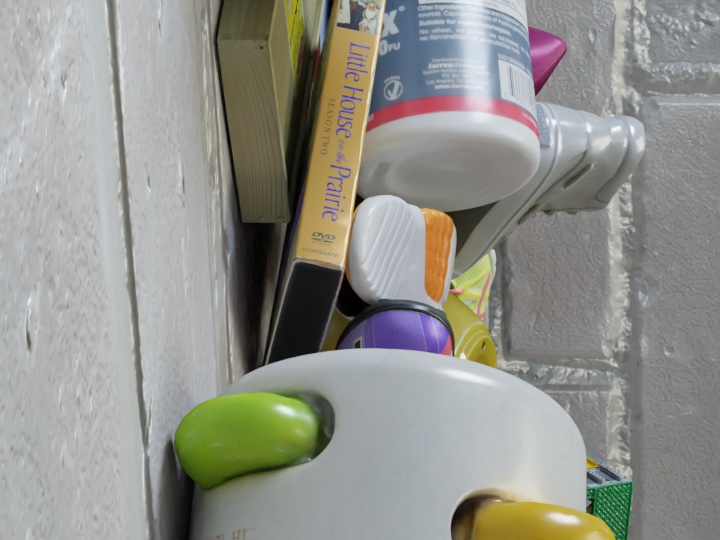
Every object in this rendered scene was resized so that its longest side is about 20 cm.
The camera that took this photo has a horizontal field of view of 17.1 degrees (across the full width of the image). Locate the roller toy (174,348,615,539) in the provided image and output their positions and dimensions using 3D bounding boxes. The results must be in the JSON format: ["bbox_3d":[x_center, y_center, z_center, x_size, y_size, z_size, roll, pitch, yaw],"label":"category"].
[{"bbox_3d":[0.014,0.132,1.105,0.182,0.200,0.140,91,3,-64],"label":"roller toy"}]

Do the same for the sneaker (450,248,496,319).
[{"bbox_3d":[0.057,0.043,1.727,0.090,0.078,0.200,-81,171,-48],"label":"sneaker"}]

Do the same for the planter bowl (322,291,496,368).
[{"bbox_3d":[0.034,0.077,1.528,0.200,0.083,0.201,12,90,-70],"label":"planter bowl"}]

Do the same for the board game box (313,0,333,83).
[{"bbox_3d":[-0.028,-0.162,1.478,0.103,0.019,0.200,-69,158,-72],"label":"board game box"}]

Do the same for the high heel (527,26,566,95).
[{"bbox_3d":[0.057,-0.159,1.602,0.200,0.096,0.067,51,-6,44],"label":"high heel"}]

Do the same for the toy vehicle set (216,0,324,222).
[{"bbox_3d":[-0.045,-0.137,1.284,0.200,0.026,0.124,-83,171,-46],"label":"toy vehicle set"}]

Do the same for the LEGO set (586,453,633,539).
[{"bbox_3d":[0.084,0.187,1.514,0.116,0.154,0.200,29,-52,55],"label":"LEGO set"}]

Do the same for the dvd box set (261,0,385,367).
[{"bbox_3d":[-0.021,-0.042,1.309,0.146,0.029,0.200,107,-7,-53],"label":"dvd box set"}]

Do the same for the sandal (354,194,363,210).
[{"bbox_3d":[0.000,0.000,1.584,0.200,0.055,0.082,-66,155,-73],"label":"sandal"}]

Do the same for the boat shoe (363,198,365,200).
[{"bbox_3d":[0.023,-0.082,1.624,0.072,0.065,0.200,50,8,-2],"label":"boat shoe"}]

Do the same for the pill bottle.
[{"bbox_3d":[0.043,-0.148,1.475,0.120,0.120,0.200,76,9,-67],"label":"pill bottle"}]

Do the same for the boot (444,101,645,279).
[{"bbox_3d":[0.109,-0.045,1.571,0.200,0.096,0.074,137,-49,-57],"label":"boot"}]

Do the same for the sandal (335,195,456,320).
[{"bbox_3d":[0.008,-0.008,1.386,0.207,0.059,0.079,39,63,-71],"label":"sandal"}]

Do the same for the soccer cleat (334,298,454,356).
[{"bbox_3d":[0.003,0.095,1.355,0.200,0.068,0.073,118,-15,-46],"label":"soccer cleat"}]
